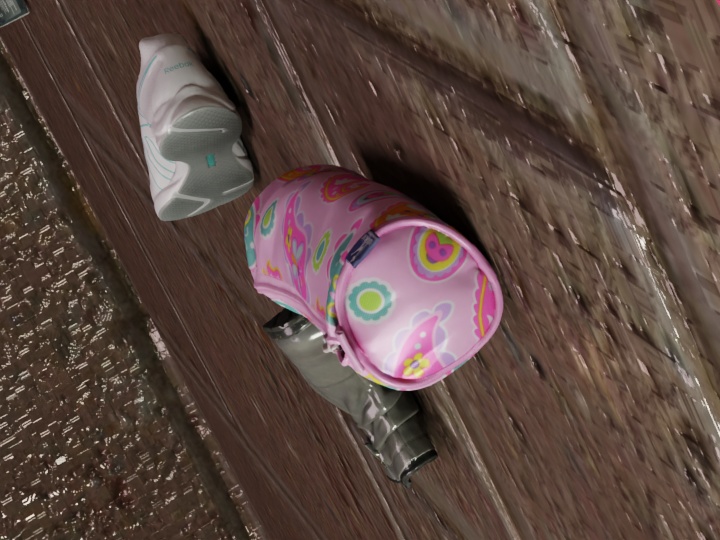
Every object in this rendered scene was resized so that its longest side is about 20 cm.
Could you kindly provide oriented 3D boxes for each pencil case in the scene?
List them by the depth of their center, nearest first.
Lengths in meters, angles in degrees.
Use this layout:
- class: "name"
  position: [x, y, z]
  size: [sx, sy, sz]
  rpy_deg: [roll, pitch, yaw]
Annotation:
- class: "pencil case"
  position: [0.000, 0.000, 1.148]
  size: [0.087, 0.087, 0.200]
  rpy_deg: [63, 172, -17]

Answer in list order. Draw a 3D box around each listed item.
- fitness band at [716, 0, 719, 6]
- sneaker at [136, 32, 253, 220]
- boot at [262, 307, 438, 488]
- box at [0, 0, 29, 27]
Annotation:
- class: "fitness band"
  position: [0.085, -0.110, 0.467]
  size: [0.200, 0.037, 0.144]
  rpy_deg: [65, 173, -25]
- class: "sneaker"
  position: [-0.115, -0.096, 1.590]
  size: [0.200, 0.070, 0.080]
  rpy_deg: [100, 149, -68]
- class: "boot"
  position: [0.007, 0.069, 1.447]
  size: [0.131, 0.068, 0.200]
  rpy_deg: [55, 178, 6]
- class: "box"
  position: [-0.442, -0.381, 2.574]
  size: [0.159, 0.046, 0.200]
  rpy_deg: [50, 166, 50]
